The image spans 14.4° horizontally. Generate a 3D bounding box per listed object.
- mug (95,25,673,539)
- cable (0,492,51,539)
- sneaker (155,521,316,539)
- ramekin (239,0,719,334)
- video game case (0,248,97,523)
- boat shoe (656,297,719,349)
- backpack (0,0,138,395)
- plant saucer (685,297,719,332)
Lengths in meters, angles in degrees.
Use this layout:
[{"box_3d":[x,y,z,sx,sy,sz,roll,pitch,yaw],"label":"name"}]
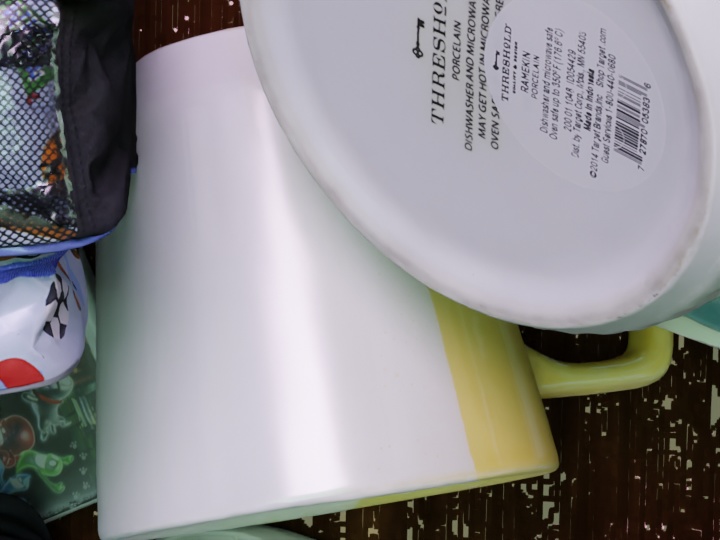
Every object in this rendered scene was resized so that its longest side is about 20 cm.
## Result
[{"box_3d":[-0.010,0.002,0.934,0.149,0.186,0.153,-15,82,40],"label":"mug"},{"box_3d":[-0.177,0.145,0.975,0.200,0.051,0.163,-8,108,2],"label":"cable"},{"box_3d":[0.001,0.153,0.935,0.200,0.116,0.074,32,99,6],"label":"sneaker"},{"box_3d":[0.058,-0.078,0.783,0.200,0.105,0.200,25,134,29],"label":"ramekin"},{"box_3d":[-0.186,0.012,0.998,0.182,0.023,0.200,-23,90,9],"label":"video game case"},{"box_3d":[0.195,0.007,0.923,0.200,0.073,0.062,6,93,2],"label":"boat shoe"},{"box_3d":[-0.159,-0.036,0.807,0.190,0.200,0.154,1,94,-4],"label":"backpack"},{"box_3d":[0.116,-0.067,0.840,0.200,0.027,0.200,26,136,29],"label":"plant saucer"}]
